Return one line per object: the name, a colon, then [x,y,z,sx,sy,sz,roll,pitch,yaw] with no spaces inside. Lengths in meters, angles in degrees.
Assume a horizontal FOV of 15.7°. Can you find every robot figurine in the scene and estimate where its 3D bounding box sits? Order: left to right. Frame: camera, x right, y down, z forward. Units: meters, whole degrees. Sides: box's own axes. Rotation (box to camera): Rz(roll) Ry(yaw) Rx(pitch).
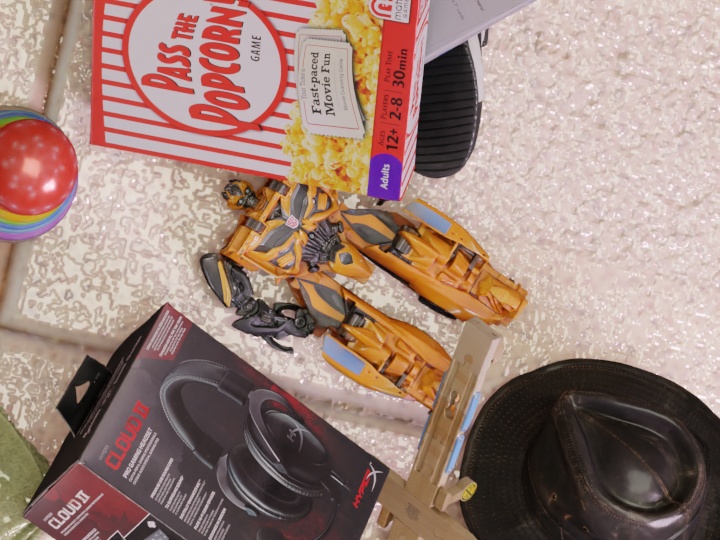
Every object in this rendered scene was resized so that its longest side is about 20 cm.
robot figurine: [0.000,0.000,1.649,0.200,0.058,0.145,33,83,-12]

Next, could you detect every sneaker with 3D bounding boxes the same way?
sneaker: [0.053,-0.161,1.649,0.074,0.088,0.201,1,104,28]

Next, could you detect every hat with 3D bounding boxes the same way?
hat: [0.156,0.125,1.629,0.200,0.081,0.201,-1,59,2]

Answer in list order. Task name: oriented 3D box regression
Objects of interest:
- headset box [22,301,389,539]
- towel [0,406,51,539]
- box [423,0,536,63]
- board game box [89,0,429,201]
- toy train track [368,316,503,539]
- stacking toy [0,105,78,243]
headset box: [-0.098,0.128,1.584,0.200,0.077,0.149,39,42,-11]
towel: [-0.282,0.111,1.566,0.148,0.036,0.200,-40,86,-24]
box: [0.006,-0.196,1.590,0.200,0.041,0.156,-28,92,32]
board game box: [-0.061,-0.132,1.570,0.199,0.046,0.152,10,125,9]
toy train track: [0.054,0.114,1.634,0.032,0.115,0.200,-20,138,-45]
stacking toy: [-0.197,-0.058,1.531,0.085,0.200,0.086,0,91,-13]
